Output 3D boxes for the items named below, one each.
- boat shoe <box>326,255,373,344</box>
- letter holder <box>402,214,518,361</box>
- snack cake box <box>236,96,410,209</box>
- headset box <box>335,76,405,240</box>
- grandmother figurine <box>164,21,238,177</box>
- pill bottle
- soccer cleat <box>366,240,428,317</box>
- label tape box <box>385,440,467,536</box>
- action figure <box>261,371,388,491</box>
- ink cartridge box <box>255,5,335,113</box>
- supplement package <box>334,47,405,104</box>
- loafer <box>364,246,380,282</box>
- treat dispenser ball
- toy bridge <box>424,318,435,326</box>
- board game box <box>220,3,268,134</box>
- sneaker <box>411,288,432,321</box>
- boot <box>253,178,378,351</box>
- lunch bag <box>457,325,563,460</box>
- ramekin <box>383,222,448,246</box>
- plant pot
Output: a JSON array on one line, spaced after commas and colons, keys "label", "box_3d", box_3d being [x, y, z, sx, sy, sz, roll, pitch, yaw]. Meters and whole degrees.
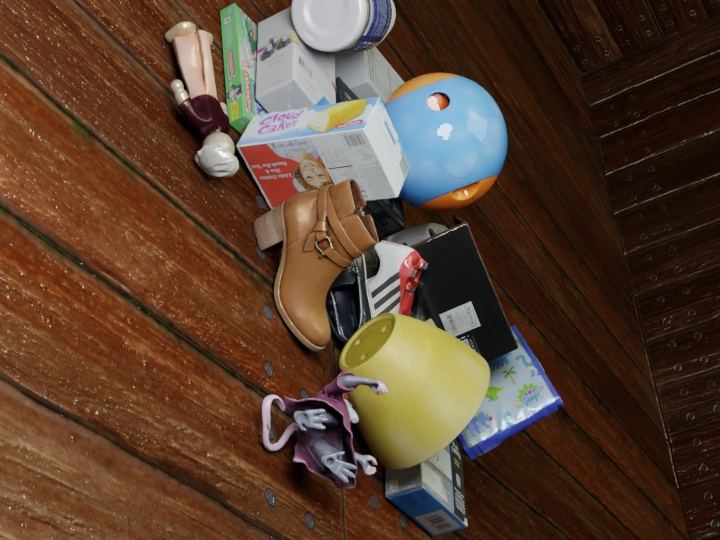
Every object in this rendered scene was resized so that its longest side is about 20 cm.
[{"label": "boat shoe", "box_3d": [-0.030, 0.010, 1.579, 0.062, 0.074, 0.202, -6, 81, -72]}, {"label": "letter holder", "box_3d": [0.144, 0.031, 1.694, 0.142, 0.100, 0.202, -99, 166, -81]}, {"label": "snack cake box", "box_3d": [-0.048, -0.149, 1.480, 0.116, 0.198, 0.068, 61, 38, -37]}, {"label": "headset box", "box_3d": [-0.019, -0.167, 1.725, 0.174, 0.092, 0.202, 40, 36, -49]}, {"label": "grandmother figurine", "box_3d": [-0.195, -0.209, 1.413, 0.121, 0.060, 0.202, 7, 61, -55]}, {"label": "pill bottle", "box_3d": [-0.015, -0.373, 1.638, 0.112, 0.110, 0.200, 68, 22, -3]}, {"label": "soccer cleat", "box_3d": [0.035, 0.053, 1.625, 0.068, 0.085, 0.202, -24, 135, -53]}, {"label": "label tape box", "box_3d": [0.092, 0.261, 1.648, 0.144, 0.063, 0.202, 47, 31, -44]}, {"label": "action figure", "box_3d": [-0.044, 0.195, 1.396, 0.200, 0.147, 0.136, -88, -177, -79]}, {"label": "ink cartridge box", "box_3d": [-0.091, -0.293, 1.628, 0.115, 0.067, 0.202, 47, 31, -43]}, {"label": "supplement package", "box_3d": [0.009, -0.275, 1.861, 0.200, 0.109, 0.115, 42, 35, -48]}, {"label": "loafer", "box_3d": [0.000, 0.000, 1.674, 0.200, 0.073, 0.072, 50, 46, -24]}, {"label": "treat dispenser ball", "box_3d": [0.117, -0.189, 1.670, 0.201, 0.199, 0.202, 48, 30, -40]}, {"label": "toy bridge", "box_3d": [0.096, 0.140, 1.688, 0.027, 0.067, 0.201, 59, -5, 30]}, {"label": "board game box", "box_3d": [-0.145, -0.261, 1.605, 0.134, 0.029, 0.202, 38, 38, -51]}, {"label": "sneaker", "box_3d": [0.073, 0.068, 1.759, 0.078, 0.090, 0.202, 35, 64, -59]}, {"label": "boot", "box_3d": [-0.041, -0.008, 1.458, 0.202, 0.153, 0.074, 67, 23, -3]}, {"label": "lunch bag", "box_3d": [0.217, 0.202, 1.778, 0.128, 0.169, 0.200, 58, 3, -20]}, {"label": "ramekin", "box_3d": [0.118, 0.014, 1.881, 0.203, 0.093, 0.204, 49, 29, -40]}, {"label": "plant pot", "box_3d": [0.052, 0.141, 1.519, 0.142, 0.199, 0.201, 47, 29, -20]}]
